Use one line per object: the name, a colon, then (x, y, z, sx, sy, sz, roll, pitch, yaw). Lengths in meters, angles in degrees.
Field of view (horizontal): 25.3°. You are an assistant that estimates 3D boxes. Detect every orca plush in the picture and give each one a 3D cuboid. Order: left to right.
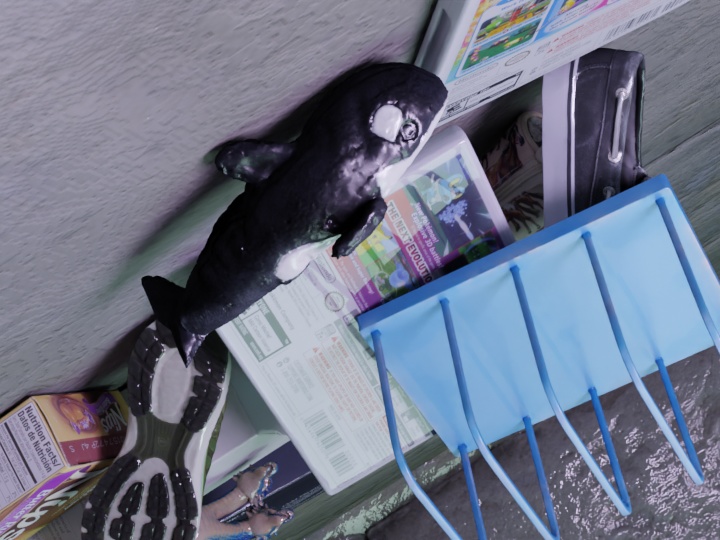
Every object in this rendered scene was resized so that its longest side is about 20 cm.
orca plush: (-0.050, -0.044, 0.809, 0.199, 0.071, 0.106, -34, -147, 32)

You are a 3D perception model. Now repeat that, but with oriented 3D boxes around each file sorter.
file sorter: (0.122, 0.068, 0.928, 0.199, 0.123, 0.139, -25, 131, 14)

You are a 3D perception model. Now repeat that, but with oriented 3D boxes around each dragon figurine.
dragon figurine: (-0.138, 0.201, 1.122, 0.199, 0.059, 0.099, -35, 162, 12)

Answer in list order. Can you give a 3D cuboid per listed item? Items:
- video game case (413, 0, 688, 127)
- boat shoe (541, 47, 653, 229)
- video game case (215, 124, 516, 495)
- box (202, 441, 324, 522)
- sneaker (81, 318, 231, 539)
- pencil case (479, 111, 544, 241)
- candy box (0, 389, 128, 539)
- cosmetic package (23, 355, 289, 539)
video game case: (0.119, -0.152, 0.825, 0.199, 0.024, 0.182, -27, 167, -16)
boat shoe: (0.152, -0.040, 0.972, 0.068, 0.201, 0.074, 4, -157, 22)
video game case: (0.017, 0.030, 0.976, 0.181, 0.023, 0.201, -30, 130, 0)
box: (-0.091, 0.150, 1.329, 0.199, 0.105, 0.182, -27, 168, -21)
sneaker: (-0.121, 0.116, 1.044, 0.089, 0.076, 0.201, -45, 155, -74)
pencil case: (0.073, -0.027, 1.082, 0.200, 0.078, 0.089, -38, 180, 30)
candy box: (-0.250, 0.155, 1.069, 0.199, 0.057, 0.117, -33, 168, 15)
cosmetic package: (-0.153, 0.135, 1.159, 0.199, 0.085, 0.108, -34, 167, 10)
